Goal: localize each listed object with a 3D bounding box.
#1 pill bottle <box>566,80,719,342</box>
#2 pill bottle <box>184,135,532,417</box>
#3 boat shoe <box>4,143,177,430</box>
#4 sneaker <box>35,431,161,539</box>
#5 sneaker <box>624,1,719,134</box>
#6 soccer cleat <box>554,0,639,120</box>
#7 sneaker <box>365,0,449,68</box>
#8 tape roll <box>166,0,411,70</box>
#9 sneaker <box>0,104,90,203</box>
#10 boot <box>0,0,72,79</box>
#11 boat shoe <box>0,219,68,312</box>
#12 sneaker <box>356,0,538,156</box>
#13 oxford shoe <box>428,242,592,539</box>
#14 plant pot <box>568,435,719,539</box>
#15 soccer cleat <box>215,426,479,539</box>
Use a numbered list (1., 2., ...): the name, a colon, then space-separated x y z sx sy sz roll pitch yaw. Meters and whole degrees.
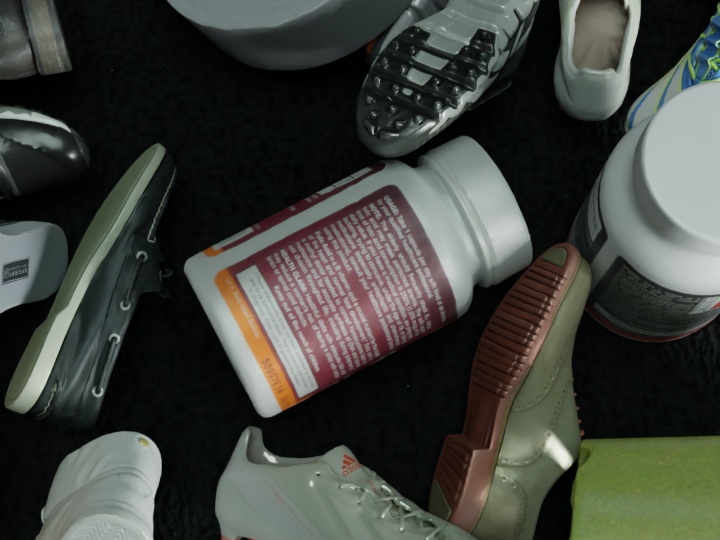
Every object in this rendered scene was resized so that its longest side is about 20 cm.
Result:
1. pill bottle: 0.197 -0.031 0.765 0.116 0.200 0.116 0 75 0
2. pill bottle: 0.000 0.000 0.800 0.200 0.114 0.114 -27 76 -7
3. boat shoe: -0.158 0.013 0.823 0.066 0.074 0.199 31 65 -21
4. sneaker: -0.184 0.188 0.772 0.074 0.116 0.200 35 110 -17
5. sneaker: 0.252 -0.165 0.832 0.200 0.105 0.076 -33 37 8
6. soccer cleat: 0.166 -0.202 0.868 0.069 0.078 0.200 3 73 2
7. sneaker: 0.039 -0.235 0.895 0.112 0.078 0.200 30 85 26
8. tape roll: -0.047 -0.241 0.855 0.200 0.066 0.200 -7 71 22
9. sneaker: -0.278 -0.051 0.826 0.200 0.076 0.088 -2 56 8
10. boot: -0.298 -0.180 0.843 0.174 0.069 0.200 -17 54 -10
11. boat shoe: -0.245 -0.003 0.764 0.057 0.200 0.069 8 93 11
12. sneaker: 0.065 -0.134 0.815 0.066 0.091 0.200 25 62 19
13. oxford shoe: 0.109 0.082 0.795 0.074 0.071 0.200 20 97 -15
14. plant pot: 0.213 0.172 0.727 0.184 0.200 0.200 4 74 13
15. soccer cleat: 0.001 0.149 0.758 0.200 0.069 0.078 11 90 24
